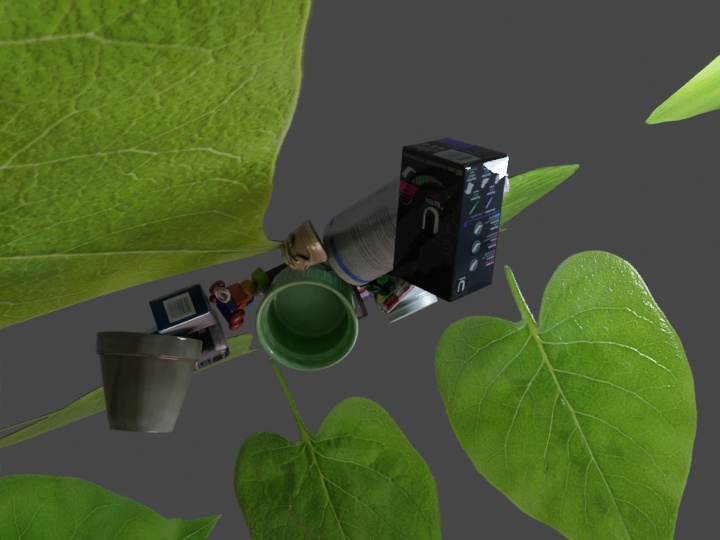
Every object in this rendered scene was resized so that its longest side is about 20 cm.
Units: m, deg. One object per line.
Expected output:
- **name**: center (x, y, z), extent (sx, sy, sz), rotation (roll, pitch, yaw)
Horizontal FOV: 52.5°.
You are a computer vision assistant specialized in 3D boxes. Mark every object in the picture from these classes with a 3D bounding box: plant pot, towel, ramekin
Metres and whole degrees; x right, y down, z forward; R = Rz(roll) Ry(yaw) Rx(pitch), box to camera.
- **plant pot**: center (-0.404, 0.213, 1.382), extent (0.195, 0.178, 0.200), rotation (3, 171, 0)
- **towel**: center (0.115, -0.006, 1.328), extent (0.144, 0.023, 0.200), rotation (-41, 172, -34)
- **ramekin**: center (-0.101, 0.084, 1.422), extent (0.197, 0.202, 0.098), rotation (-25, -155, 13)

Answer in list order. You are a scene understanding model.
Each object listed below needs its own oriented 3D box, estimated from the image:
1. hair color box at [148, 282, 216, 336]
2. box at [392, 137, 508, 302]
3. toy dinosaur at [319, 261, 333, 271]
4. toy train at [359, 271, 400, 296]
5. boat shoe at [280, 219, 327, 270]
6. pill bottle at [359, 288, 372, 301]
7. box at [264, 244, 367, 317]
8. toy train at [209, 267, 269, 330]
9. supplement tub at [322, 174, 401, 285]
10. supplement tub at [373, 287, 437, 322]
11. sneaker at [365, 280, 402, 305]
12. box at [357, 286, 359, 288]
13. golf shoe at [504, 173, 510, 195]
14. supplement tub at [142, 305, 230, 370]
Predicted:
- **hair color box**: center (-0.334, 0.081, 1.390), extent (0.098, 0.062, 0.200), rotation (-20, 173, -11)
- **box**: center (0.127, -0.076, 1.063), extent (0.105, 0.204, 0.121), rotation (-19, -149, -40)
- **toy dinosaur**: center (0.012, -0.043, 1.433), extent (0.196, 0.102, 0.059), rotation (-17, 133, -5)
- **toy train**: center (0.000, 0.000, 1.434), extent (0.198, 0.042, 0.056), rotation (21, -133, 41)
- **boat shoe**: center (-0.103, -0.032, 1.259), extent (0.068, 0.075, 0.200), rotation (-27, 174, -10)
- **pill bottle**: center (0.017, 0.021, 2.011), extent (0.197, 0.113, 0.111), rotation (-25, 174, 9)
- **box**: center (-0.097, 0.056, 1.609), extent (0.163, 0.167, 0.200), rotation (-23, 174, 7)
- **toy train**: center (-0.223, 0.036, 1.405), extent (0.115, 0.085, 0.200), rotation (-36, 174, -19)
- **supplement tub**: center (0.043, -0.069, 1.242), extent (0.198, 0.134, 0.131), rotation (-27, 173, 36)
- **supplement tub**: center (0.080, 0.000, 1.645), extent (0.142, 0.203, 0.145), rotation (-22, 174, -2)
- **sneaker**: center (0.071, -0.015, 1.442), extent (0.201, 0.090, 0.075), rotation (-52, 167, 33)
- **box**: center (-0.038, 0.012, 1.795), extent (0.197, 0.037, 0.145), rotation (-23, -157, 4)
- **golf shoe**: center (0.239, -0.162, 1.564), extent (0.090, 0.077, 0.200), rotation (-10, 163, -20)
- **supplement tub**: center (-0.395, 0.167, 1.599), extent (0.197, 0.125, 0.123), rotation (-21, 174, -17)
